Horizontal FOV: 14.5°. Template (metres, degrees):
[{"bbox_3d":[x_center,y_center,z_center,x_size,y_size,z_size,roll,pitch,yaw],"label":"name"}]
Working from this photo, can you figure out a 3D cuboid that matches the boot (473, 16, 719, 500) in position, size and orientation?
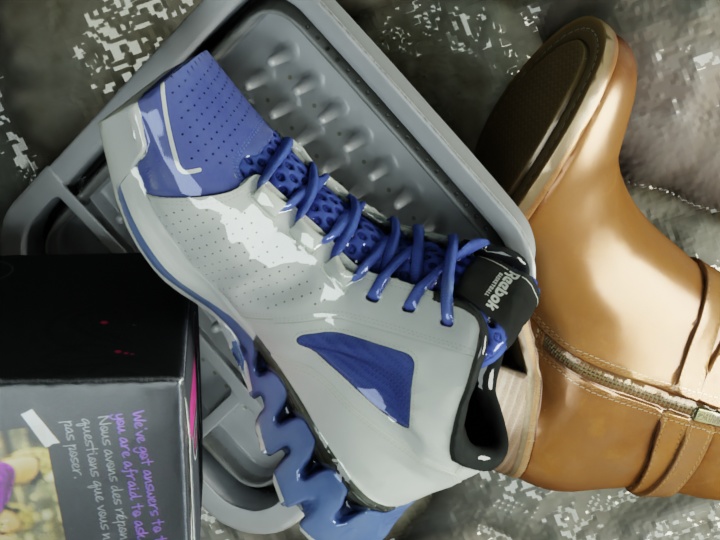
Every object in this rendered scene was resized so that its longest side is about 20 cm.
[{"bbox_3d":[0.115,0.004,1.144,0.154,0.077,0.201,13,109,-15],"label":"boot"}]

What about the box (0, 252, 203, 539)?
[{"bbox_3d":[-0.160,0.063,1.067,0.198,0.122,0.107,-1,113,-2],"label":"box"}]

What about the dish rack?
[{"bbox_3d":[-0.033,-0.009,1.112,0.172,0.044,0.200,49,124,2],"label":"dish rack"}]

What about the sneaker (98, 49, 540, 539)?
[{"bbox_3d":[0.000,0.001,1.035,0.115,0.081,0.200,-20,107,28],"label":"sneaker"}]
